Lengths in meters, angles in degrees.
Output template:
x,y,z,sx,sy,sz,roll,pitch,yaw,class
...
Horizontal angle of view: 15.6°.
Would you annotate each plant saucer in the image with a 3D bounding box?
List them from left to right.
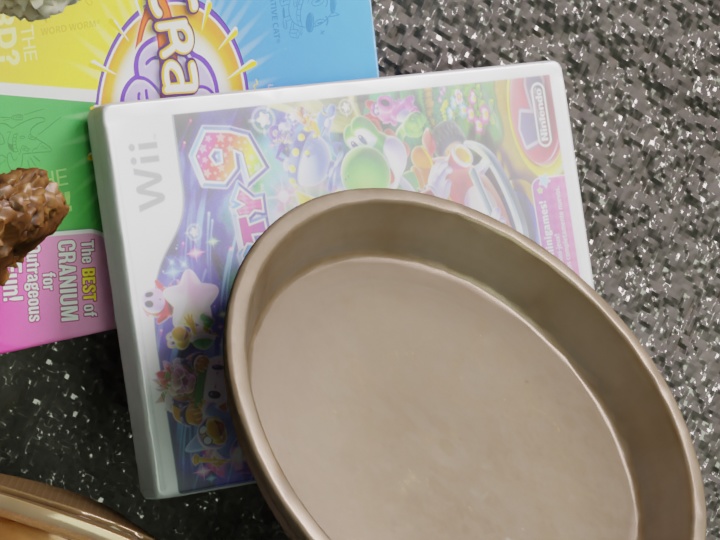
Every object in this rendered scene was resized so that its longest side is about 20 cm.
x,y,z,sx,sy,sz,roll,pitch,yaw,class
0.035,0.059,0.934,0.199,0.029,0.201,21,44,-22,plant saucer

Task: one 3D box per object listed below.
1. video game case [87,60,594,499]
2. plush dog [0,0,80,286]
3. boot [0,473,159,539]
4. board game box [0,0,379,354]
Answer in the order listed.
x,y,z,sx,sy,sz,roll,pitch,yaw,class
0.000,0.000,0.993,0.199,0.018,0.144,-8,89,-29,video game case
-0.180,-0.056,0.842,0.199,0.161,0.173,-1,108,-3,plush dog
-0.099,0.166,0.914,0.200,0.077,0.156,34,84,-34,boot
-0.087,-0.058,0.985,0.199,0.040,0.154,-13,102,-28,board game box
